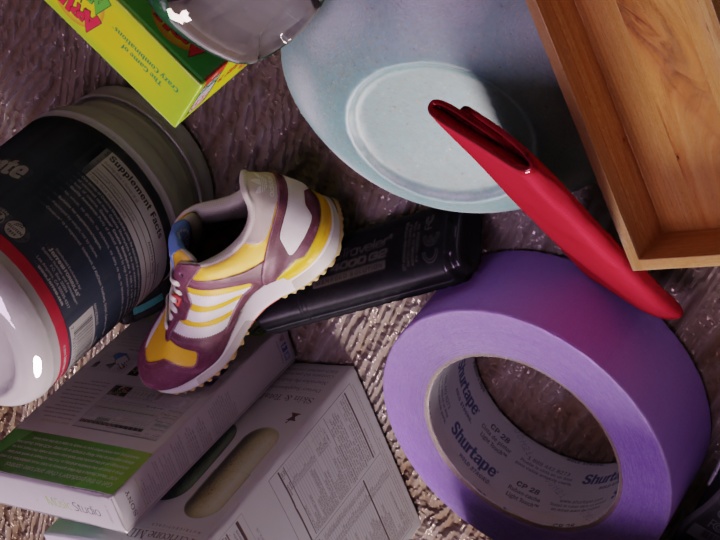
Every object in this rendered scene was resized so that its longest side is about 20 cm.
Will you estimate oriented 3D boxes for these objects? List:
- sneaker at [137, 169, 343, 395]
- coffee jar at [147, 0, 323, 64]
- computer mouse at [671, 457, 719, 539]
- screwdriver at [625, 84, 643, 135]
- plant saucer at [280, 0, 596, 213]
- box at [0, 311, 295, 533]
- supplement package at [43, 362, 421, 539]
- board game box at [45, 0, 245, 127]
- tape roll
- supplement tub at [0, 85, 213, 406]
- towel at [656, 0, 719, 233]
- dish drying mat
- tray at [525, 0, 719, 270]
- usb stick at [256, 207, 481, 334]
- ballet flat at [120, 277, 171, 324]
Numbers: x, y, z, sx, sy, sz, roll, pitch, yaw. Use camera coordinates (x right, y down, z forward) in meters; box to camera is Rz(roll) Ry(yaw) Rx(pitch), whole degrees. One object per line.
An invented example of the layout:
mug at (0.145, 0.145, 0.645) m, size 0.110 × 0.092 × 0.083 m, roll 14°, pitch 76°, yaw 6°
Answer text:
sneaker at (-0.103, 0.004, 0.998) m, size 0.090 × 0.076 × 0.200 m, roll 24°, pitch 125°, yaw -36°
coffee jar at (-0.102, -0.203, 0.793) m, size 0.085 × 0.104 × 0.201 m, roll -45°, pitch 56°, yaw 13°
computer mouse at (0.270, 0.135, 0.879) m, size 0.139 × 0.046 × 0.201 m, roll 25°, pitch 134°, yaw 11°
screwdriver at (0.149, -0.158, 0.735) m, size 0.029 × 0.028 × 0.202 m, roll 1°, pitch 122°, yaw -6°
plant saucer at (0.048, -0.086, 0.818) m, size 0.198 × 0.039 × 0.202 m, roll 11°, pitch 144°, yaw 8°
box at (-0.158, 0.100, 1.076) m, size 0.143 × 0.200 × 0.037 m, roll 4°, pitch 124°, yaw 37°
supplement package at (-0.086, 0.184, 1.089) m, size 0.150 × 0.200 × 0.152 m, roll 0°, pitch 124°, yaw 39°
board game box at (-0.143, -0.191, 0.889) m, size 0.200 × 0.102 × 0.048 m, roll 44°, pitch 141°, yaw -1°
tape roll at (0.114, 0.089, 0.947) m, size 0.198 × 0.066 × 0.202 m, roll 23°, pitch 137°, yaw 23°
supplement tub at (-0.204, -0.020, 1.010) m, size 0.139 × 0.200 × 0.142 m, roll 22°, pitch 136°, yaw 23°
towel at (0.229, -0.072, 0.725) m, size 0.170 × 0.048 × 0.202 m, roll 23°, pitch 136°, yaw 22°
dish drying mat at (0.107, -0.028, 0.795) m, size 0.077 × 0.018 × 0.200 m, roll 38°, pitch 180°, yaw 39°
tray at (0.143, -0.097, 0.720) m, size 0.098 × 0.037 × 0.202 m, roll -3°, pitch 118°, yaw 46°
usb stick at (0.000, 0.000, 0.977) m, size 0.032 × 0.056 × 0.199 m, roll 24°, pitch 153°, yaw -36°
ballet flat at (-0.230, 0.002, 1.154) m, size 0.198 × 0.068 × 0.069 m, roll 8°, pitch 129°, yaw 36°
